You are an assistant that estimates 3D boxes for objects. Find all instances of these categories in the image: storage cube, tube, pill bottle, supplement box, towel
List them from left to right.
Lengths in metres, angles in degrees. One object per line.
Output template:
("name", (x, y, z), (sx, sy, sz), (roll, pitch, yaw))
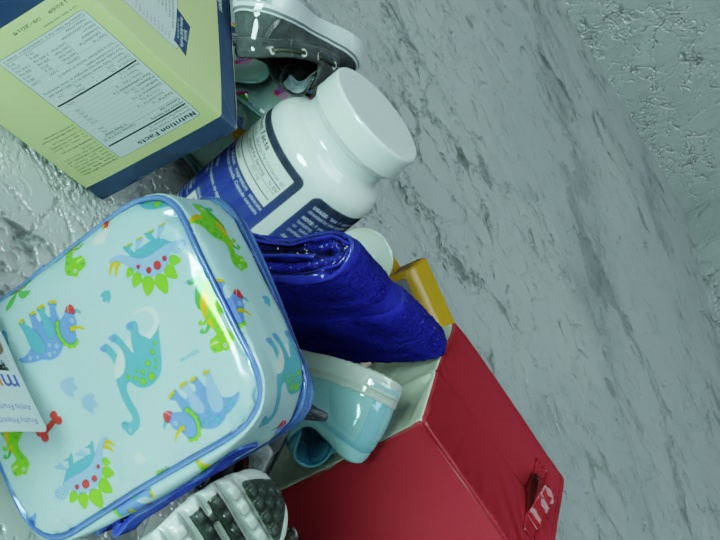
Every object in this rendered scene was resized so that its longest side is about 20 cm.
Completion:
("supplement box", (-0.205, -0.201, 0.949), (0.200, 0.134, 0.201), (41, 33, -46))
("pill bottle", (-0.058, -0.068, 1.044), (0.116, 0.200, 0.116), (43, 24, -24))
("towel", (-0.032, 0.028, 0.985), (0.200, 0.147, 0.050), (42, 56, -56))
("tube", (0.000, 0.000, 1.111), (0.200, 0.052, 0.058), (98, 9, -87))
("storage cube", (0.047, 0.183, 1.075), (0.180, 0.199, 0.171), (54, 25, -14))

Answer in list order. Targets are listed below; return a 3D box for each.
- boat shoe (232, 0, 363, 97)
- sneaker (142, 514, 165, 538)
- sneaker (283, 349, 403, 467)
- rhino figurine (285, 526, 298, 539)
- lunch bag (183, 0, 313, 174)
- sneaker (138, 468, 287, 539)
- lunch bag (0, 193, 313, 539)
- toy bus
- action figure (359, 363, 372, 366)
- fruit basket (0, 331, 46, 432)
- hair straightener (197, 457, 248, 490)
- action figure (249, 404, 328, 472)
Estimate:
("boat shoe", (-0.052, -0.180, 1.075), (0.200, 0.069, 0.067), (16, 82, -73))
("sneaker", (-0.074, 0.201, 0.852), (0.147, 0.081, 0.200), (47, 48, 12))
("sneaker", (-0.046, 0.109, 1.004), (0.074, 0.200, 0.082), (30, 76, -24))
("rhino figurine", (-0.061, 0.261, 0.929), (0.088, 0.060, 0.201), (56, 23, -28))
("lunch bag", (-0.103, -0.156, 1.162), (0.200, 0.122, 0.171), (44, 32, -20))
("sneaker", (-0.124, 0.184, 0.752), (0.200, 0.081, 0.076), (-37, 109, -39))
("lunch bag", (-0.135, 0.062, 0.764), (0.161, 0.199, 0.082), (62, 23, 13))
("toy bus", (0.054, 0.058, 1.357), (0.201, 0.078, 0.065), (65, 22, -4))
("action figure", (-0.025, 0.040, 1.220), (0.201, 0.069, 0.130), (59, 16, -28))
("fruit basket", (-0.257, -0.006, 0.666), (0.200, 0.094, 0.185), (54, 17, 23))
("hair straightener", (-0.106, 0.143, 0.964), (0.077, 0.041, 0.201), (52, 26, -33))
("action figure", (-0.114, 0.054, 0.937), (0.194, 0.104, 0.200), (52, 19, -1))
